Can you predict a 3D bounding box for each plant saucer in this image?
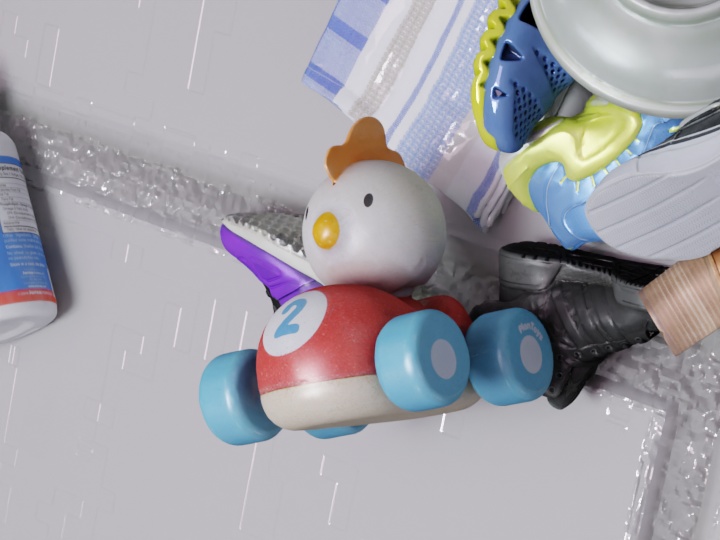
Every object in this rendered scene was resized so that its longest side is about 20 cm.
[{"bbox_3d":[0.198,-0.193,1.491,0.199,0.050,0.202,-3,72,10],"label":"plant saucer"}]

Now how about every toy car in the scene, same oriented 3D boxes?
[{"bbox_3d":[0.000,0.000,1.583,0.184,0.176,0.201,-14,81,38],"label":"toy car"}]

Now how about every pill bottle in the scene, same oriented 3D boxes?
[{"bbox_3d":[-0.314,-0.045,1.920,0.112,0.112,0.201,-24,78,36],"label":"pill bottle"}]

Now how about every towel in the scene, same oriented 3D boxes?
[{"bbox_3d":[0.053,-0.140,1.686,0.200,0.024,0.147,41,115,29],"label":"towel"}]

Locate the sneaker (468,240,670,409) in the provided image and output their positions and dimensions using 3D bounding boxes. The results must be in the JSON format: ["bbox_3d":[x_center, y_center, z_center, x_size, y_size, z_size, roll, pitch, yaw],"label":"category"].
[{"bbox_3d":[0.146,0.043,1.603,0.199,0.060,0.105,14,108,35],"label":"sneaker"}]

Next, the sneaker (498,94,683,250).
[{"bbox_3d":[0.188,-0.077,1.565,0.199,0.076,0.105,-27,94,35],"label":"sneaker"}]

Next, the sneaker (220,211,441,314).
[{"bbox_3d":[-0.033,0.030,1.732,0.200,0.069,0.100,30,112,34],"label":"sneaker"}]

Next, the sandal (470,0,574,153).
[{"bbox_3d":[0.137,-0.161,1.556,0.087,0.080,0.201,25,80,20],"label":"sandal"}]

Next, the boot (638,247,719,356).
[{"bbox_3d":[0.282,0.051,1.490,0.154,0.074,0.201,-32,98,10],"label":"boot"}]

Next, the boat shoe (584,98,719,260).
[{"bbox_3d":[0.218,-0.064,1.452,0.072,0.071,0.200,47,141,-16],"label":"boat shoe"}]
